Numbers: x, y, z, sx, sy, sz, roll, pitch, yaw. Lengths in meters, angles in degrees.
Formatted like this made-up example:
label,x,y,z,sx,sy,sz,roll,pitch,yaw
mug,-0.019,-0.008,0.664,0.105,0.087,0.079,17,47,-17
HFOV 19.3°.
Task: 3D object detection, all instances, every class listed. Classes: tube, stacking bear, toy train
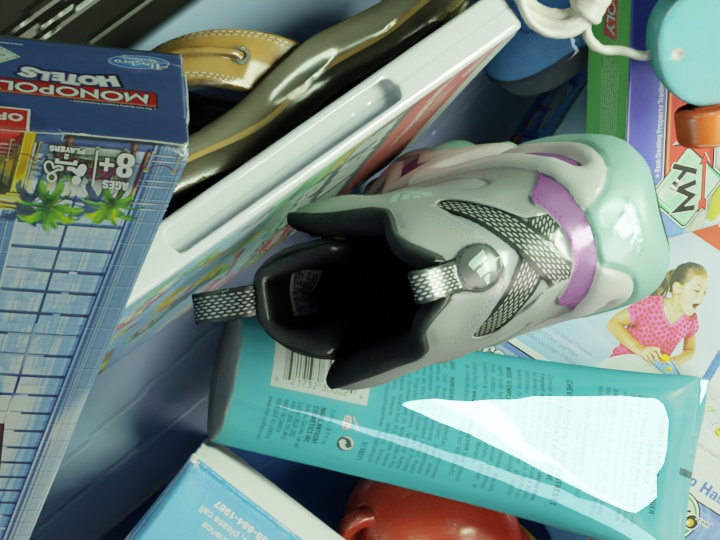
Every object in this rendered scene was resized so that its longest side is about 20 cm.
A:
label,x,y,z,sx,sy,sz,roll,pitch,yaw
tube,0.041,0.061,0.836,0.200,0.050,0.078,12,83,-12
stacking bear,0.044,0.154,0.947,0.121,0.114,0.200,-24,139,-4
toy train,0.146,-0.140,0.720,0.150,0.056,0.200,39,101,-12

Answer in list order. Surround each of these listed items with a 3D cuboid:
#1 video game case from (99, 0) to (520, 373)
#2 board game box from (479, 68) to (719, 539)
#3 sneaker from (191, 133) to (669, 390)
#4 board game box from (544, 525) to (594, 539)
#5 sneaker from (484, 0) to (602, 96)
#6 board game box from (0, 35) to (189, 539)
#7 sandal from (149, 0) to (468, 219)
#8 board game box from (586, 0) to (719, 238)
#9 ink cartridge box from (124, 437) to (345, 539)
label,x,y,z,sx,sy,sz,roll,pitch,yaw
video game case,-0.042,-0.015,0.736,0.200,0.017,0.143,-36,177,-22
board game box,0.137,0.014,0.894,0.200,0.056,0.196,33,93,-12
sneaker,0.000,0.000,0.746,0.140,0.200,0.078,-17,89,-26
board game box,0.166,0.142,1.024,0.151,0.037,0.200,-46,116,-44
sneaker,0.093,-0.162,0.784,0.078,0.066,0.200,31,96,-38
board game box,-0.158,0.030,0.593,0.199,0.062,0.200,5,119,-9
sandal,-0.046,-0.060,0.725,0.200,0.055,0.082,-36,177,-23
board game box,0.146,-0.116,0.780,0.134,0.029,0.200,-16,121,-26
ink cartridge box,-0.072,0.182,0.799,0.200,0.128,0.125,-52,-179,-1
